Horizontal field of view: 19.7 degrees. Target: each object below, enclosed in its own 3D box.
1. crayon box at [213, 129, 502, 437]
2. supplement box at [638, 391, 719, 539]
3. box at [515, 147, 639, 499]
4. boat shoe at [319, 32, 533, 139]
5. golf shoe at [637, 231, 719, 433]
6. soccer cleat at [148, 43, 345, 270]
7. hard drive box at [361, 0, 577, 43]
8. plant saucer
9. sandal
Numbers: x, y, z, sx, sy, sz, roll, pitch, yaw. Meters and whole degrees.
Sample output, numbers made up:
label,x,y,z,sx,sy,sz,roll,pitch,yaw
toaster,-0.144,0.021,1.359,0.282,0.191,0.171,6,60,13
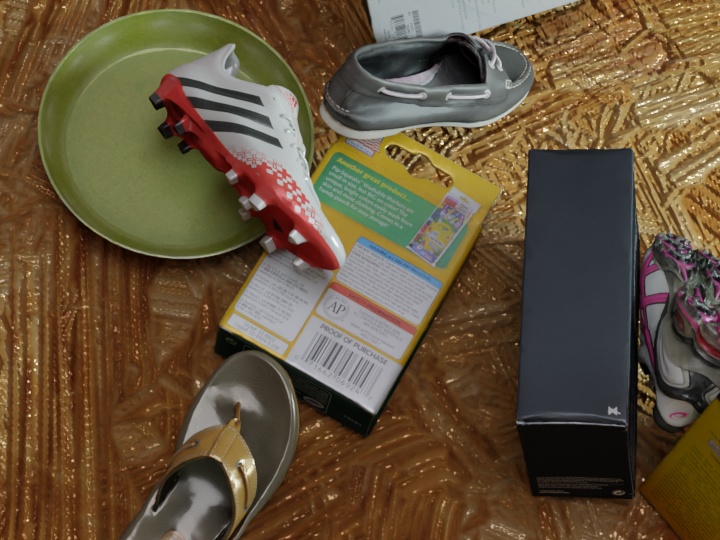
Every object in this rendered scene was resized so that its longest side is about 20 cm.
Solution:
label,x,y,z,sx,sy,sz,roll,pitch,yaw
crayon box,0.000,0.000,1.466,0.125,0.052,0.201,29,65,5
supplement box,0.281,0.124,1.374,0.109,0.200,0.110,-35,76,-21
box,0.151,0.037,1.419,0.078,0.141,0.202,1,64,7
boat shoe,0.059,-0.141,1.502,0.199,0.057,0.067,-17,56,-38
golf shoe,0.218,0.038,1.442,0.072,0.092,0.200,28,21,-6
soccer cleat,-0.063,-0.081,1.436,0.085,0.069,0.200,-36,61,-16
hard drive box,0.088,-0.252,1.500,0.198,0.156,0.077,-16,57,0
plant saucer,-0.133,-0.095,1.498,0.198,0.031,0.202,3,66,-8
sandal,-0.104,0.144,1.368,0.080,0.054,0.201,31,76,7
